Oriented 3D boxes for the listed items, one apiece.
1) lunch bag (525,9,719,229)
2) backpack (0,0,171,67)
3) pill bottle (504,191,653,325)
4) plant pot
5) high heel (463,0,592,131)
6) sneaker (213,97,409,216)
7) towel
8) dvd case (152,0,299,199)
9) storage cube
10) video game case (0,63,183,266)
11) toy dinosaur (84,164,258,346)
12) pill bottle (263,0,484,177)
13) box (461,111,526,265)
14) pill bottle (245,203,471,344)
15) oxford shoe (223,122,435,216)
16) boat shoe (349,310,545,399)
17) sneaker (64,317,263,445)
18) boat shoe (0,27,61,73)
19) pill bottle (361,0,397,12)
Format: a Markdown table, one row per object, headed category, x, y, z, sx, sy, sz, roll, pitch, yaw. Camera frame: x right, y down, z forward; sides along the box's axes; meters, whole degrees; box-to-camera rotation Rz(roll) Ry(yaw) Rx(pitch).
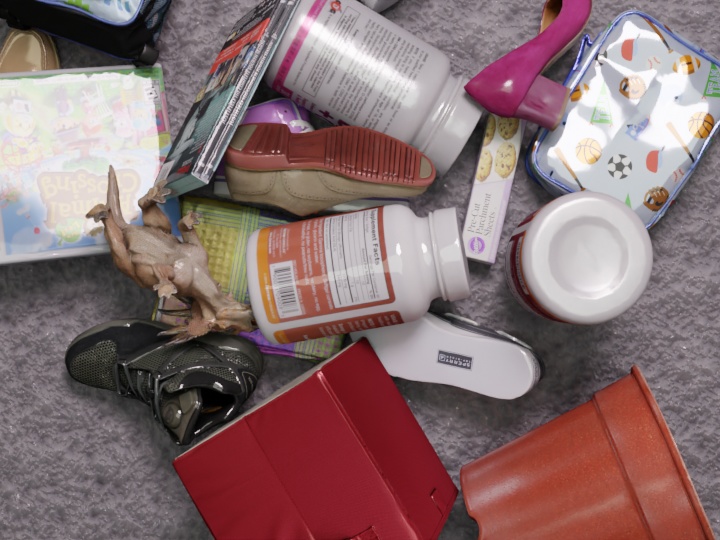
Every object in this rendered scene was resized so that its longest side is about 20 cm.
| category | x | y | z | sx | sy | sz | roll | pitch | yaw |
| --- | --- | --- | --- | --- | --- | --- | --- | --- | --- |
| lunch bag | 0.262 | -0.148 | 1.069 | 0.159 | 0.076 | 0.201 | 33 | 91 | 5 |
| backpack | -0.253 | -0.330 | 1.040 | 0.181 | 0.147 | 0.202 | 18 | 74 | 4 |
| pill bottle | 0.193 | -0.008 | 1.005 | 0.111 | 0.200 | 0.114 | 0 | 89 | 1 |
| plant pot | 0.207 | 0.219 | 1.015 | 0.194 | 0.201 | 0.203 | -24 | 88 | 9 |
| high heel | 0.163 | -0.230 | 1.044 | 0.095 | 0.068 | 0.202 | 21 | 57 | -8 |
| sneaker | -0.042 | -0.114 | 1.079 | 0.198 | 0.073 | 0.116 | 11 | 86 | 2 |
| towel | -0.106 | 0.010 | 1.103 | 0.198 | 0.023 | 0.145 | 10 | 89 | 1 |
| dvd case | -0.130 | -0.164 | 1.028 | 0.022 | 0.146 | 0.202 | 31 | 74 | -21 |
| storage cube | -0.035 | 0.191 | 1.003 | 0.170 | 0.200 | 0.181 | -32 | 87 | 15 |
| video game case | -0.281 | -0.105 | 1.061 | 0.198 | 0.022 | 0.184 | -7 | 87 | -17 |
| toy dinosaur | -0.190 | -0.004 | 1.028 | 0.200 | 0.136 | 0.086 | 40 | 64 | 17 |
| pill bottle | 0.017 | -0.181 | 1.053 | 0.199 | 0.113 | 0.114 | 30 | 90 | -4 |
| box | 0.136 | -0.108 | 1.088 | 0.041 | 0.039 | 0.202 | 14 | 89 | 2 |
| pill bottle | 0.000 | 0.000 | 1.024 | 0.198 | 0.112 | 0.114 | -10 | 89 | 8 |
| oxford shoe | -0.030 | -0.089 | 1.017 | 0.197 | 0.071 | 0.075 | 9 | 131 | 4 |
| boat shoe | 0.086 | 0.074 | 1.075 | 0.198 | 0.068 | 0.073 | 12 | 97 | 24 |
| sneaker | -0.201 | 0.106 | 1.053 | 0.197 | 0.115 | 0.077 | 8 | 118 | 5 |
| boat shoe | -0.346 | -0.150 | 1.090 | 0.070 | 0.065 | 0.203 | 7 | 89 | 2 |
| pill bottle | -0.019 | -0.356 | 1.060 | 0.114 | 0.114 | 0.201 | -39 | 88 | 1 |
